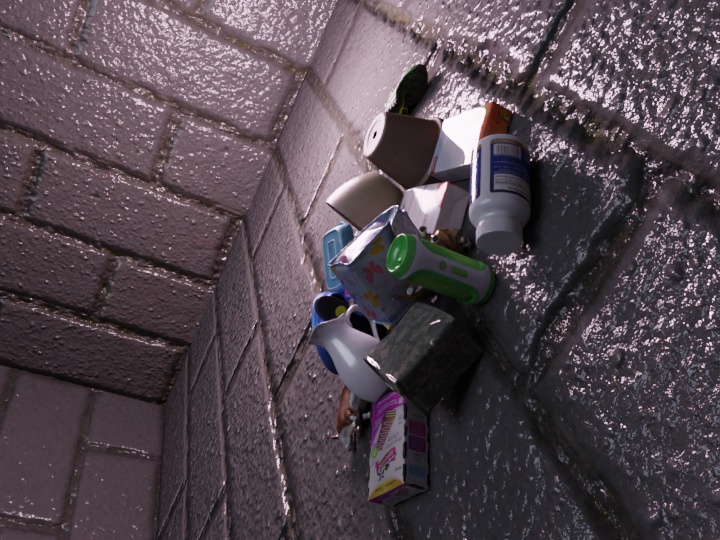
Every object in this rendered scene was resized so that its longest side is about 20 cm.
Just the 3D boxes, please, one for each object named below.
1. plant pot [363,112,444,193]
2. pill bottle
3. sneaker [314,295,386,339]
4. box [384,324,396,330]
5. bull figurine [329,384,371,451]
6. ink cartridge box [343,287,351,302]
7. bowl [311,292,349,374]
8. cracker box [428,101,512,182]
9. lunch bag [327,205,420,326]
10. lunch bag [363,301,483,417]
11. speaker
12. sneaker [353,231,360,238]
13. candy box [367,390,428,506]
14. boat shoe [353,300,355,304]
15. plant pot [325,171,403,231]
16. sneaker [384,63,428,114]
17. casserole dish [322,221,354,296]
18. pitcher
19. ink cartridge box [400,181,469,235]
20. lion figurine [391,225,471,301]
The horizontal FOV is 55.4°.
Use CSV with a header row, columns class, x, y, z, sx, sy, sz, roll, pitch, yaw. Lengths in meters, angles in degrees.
class,x,y,z,sx,sy,sz,roll,pitch,yaw
plant pot,0.105,-0.288,1.632,0.201,0.172,0.203,-49,32,44
pill bottle,0.252,-0.135,1.240,0.111,0.110,0.203,-38,38,53
sneaker,-0.034,0.112,1.598,0.078,0.198,0.067,9,76,60
box,0.067,0.083,1.565,0.071,0.063,0.200,-68,21,5
bull figurine,-0.011,0.309,1.568,0.121,0.064,0.204,-20,56,58
ink cartridge box,0.000,0.000,1.624,0.199,0.037,0.096,-33,60,52
bowl,-0.055,0.148,1.658,0.039,0.201,0.203,-15,50,20
cracker box,0.231,-0.270,1.470,0.199,0.057,0.136,2,74,66
lunch bag,0.063,-0.015,1.420,0.200,0.171,0.126,-44,20,-24
lunch bag,0.106,0.154,1.294,0.164,0.118,0.200,-46,24,-6
speaker,0.148,0.000,1.255,0.088,0.197,0.090,-44,35,44
sneaker,-0.001,-0.072,1.800,0.079,0.088,0.203,-153,84,-83
candy box,0.074,0.341,1.344,0.136,0.060,0.203,-45,34,47
boat shoe,0.036,0.009,1.688,0.203,0.074,0.076,-54,21,37
plant pot,0.031,-0.160,1.674,0.135,0.199,0.200,-53,23,-1
sneaker,0.118,-0.493,1.891,0.200,0.077,0.086,-49,30,44
casserole dish,-0.058,-0.028,1.772,0.121,0.038,0.204,-24,67,54
pitcher,0.009,0.174,1.492,0.171,0.200,0.122,-36,-19,-35
ink cartridge box,0.153,-0.124,1.523,0.199,0.067,0.118,5,77,66
lion figurine,0.136,-0.007,1.357,0.072,0.122,0.201,31,84,34
